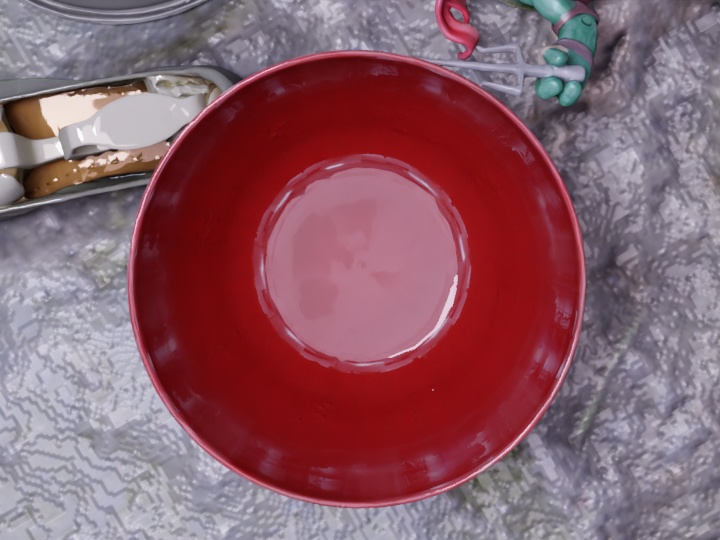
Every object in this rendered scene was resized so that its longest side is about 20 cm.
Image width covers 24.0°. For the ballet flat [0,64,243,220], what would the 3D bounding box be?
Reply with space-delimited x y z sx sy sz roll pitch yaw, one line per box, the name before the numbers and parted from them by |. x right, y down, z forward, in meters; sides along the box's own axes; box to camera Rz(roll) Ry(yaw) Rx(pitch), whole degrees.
ballet flat | -0.148 -0.063 0.807 0.199 0.064 0.068 -11 93 3

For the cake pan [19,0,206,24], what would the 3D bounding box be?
cake pan | -0.122 -0.220 0.810 0.199 0.037 0.201 0 93 1

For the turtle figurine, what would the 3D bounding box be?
turtle figurine | 0.102 -0.159 0.776 0.199 0.101 0.150 -10 104 -12

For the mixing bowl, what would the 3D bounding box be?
mixing bowl | 0.000 0.000 0.783 0.199 0.108 0.201 0 95 2
